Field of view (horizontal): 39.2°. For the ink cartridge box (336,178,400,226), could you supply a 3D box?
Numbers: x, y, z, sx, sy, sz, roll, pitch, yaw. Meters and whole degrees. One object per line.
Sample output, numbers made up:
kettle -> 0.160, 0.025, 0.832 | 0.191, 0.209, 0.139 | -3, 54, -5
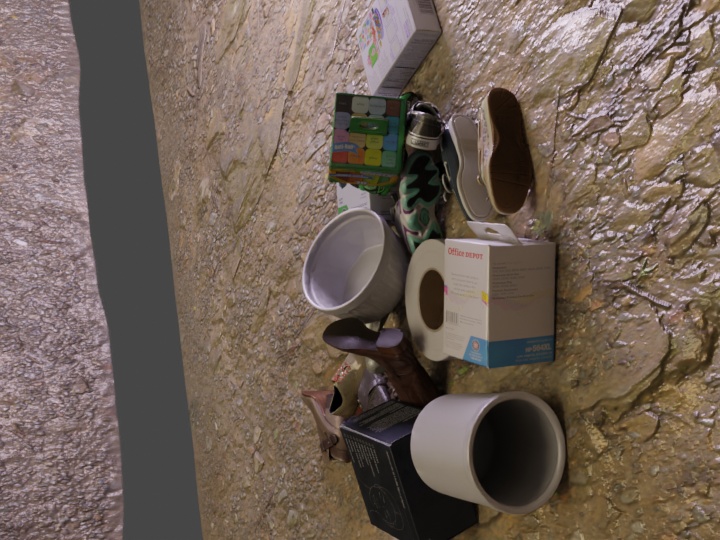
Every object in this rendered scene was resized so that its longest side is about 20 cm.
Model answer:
ink cartridge box -> 0.016, -0.184, 1.940 | 0.146, 0.082, 0.204 | -15, 77, 63

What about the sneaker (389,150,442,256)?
sneaker -> 0.085, -0.126, 1.787 | 0.140, 0.076, 0.204 | -133, 37, -59

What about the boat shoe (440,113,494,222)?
boat shoe -> 0.167, -0.156, 1.635 | 0.062, 0.074, 0.203 | -51, 46, 51

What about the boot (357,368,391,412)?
boot -> 0.033, 0.298, 1.978 | 0.175, 0.068, 0.203 | -124, 43, -56

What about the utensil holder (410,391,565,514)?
utensil holder -> 0.187, 0.268, 1.527 | 0.199, 0.167, 0.174 | 167, 100, -67

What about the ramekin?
ramekin -> 0.000, 0.000, 1.824 | 0.198, 0.104, 0.203 | -25, 50, 33

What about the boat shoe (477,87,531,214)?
boat shoe -> 0.215, -0.176, 1.548 | 0.063, 0.072, 0.204 | 137, 137, -65

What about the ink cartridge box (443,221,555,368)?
ink cartridge box -> 0.206, 0.030, 1.507 | 0.128, 0.123, 0.204 | 13, 104, 63

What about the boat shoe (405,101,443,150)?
boat shoe -> 0.111, -0.249, 1.703 | 0.200, 0.069, 0.065 | -87, 9, -75

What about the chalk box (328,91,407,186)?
chalk box -> 0.011, -0.218, 1.686 | 0.200, 0.122, 0.127 | 110, 165, -86

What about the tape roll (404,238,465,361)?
tape roll -> 0.150, 0.048, 1.693 | 0.202, 0.070, 0.207 | -174, 84, -64

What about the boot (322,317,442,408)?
boot -> 0.042, 0.174, 1.791 | 0.184, 0.065, 0.201 | 10, 146, 39

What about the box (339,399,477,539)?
box -> 0.080, 0.349, 1.745 | 0.196, 0.122, 0.204 | 6, 116, 65

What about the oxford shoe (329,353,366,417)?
oxford shoe -> -0.018, 0.213, 2.051 | 0.070, 0.073, 0.204 | -135, 49, -56

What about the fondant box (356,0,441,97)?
fondant box -> 0.066, -0.432, 1.846 | 0.200, 0.057, 0.147 | -48, 49, 54

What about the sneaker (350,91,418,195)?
sneaker -> 0.057, -0.229, 1.834 | 0.078, 0.084, 0.203 | 146, 150, -89

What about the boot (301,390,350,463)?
boot -> -0.074, 0.338, 2.188 | 0.199, 0.069, 0.150 | 177, 89, -65

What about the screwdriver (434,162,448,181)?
screwdriver -> 0.120, -0.187, 1.793 | 0.200, 0.029, 0.028 | -143, 55, -63

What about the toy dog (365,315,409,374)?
toy dog -> 0.047, 0.089, 1.890 | 0.095, 0.131, 0.203 | -24, 71, 23
